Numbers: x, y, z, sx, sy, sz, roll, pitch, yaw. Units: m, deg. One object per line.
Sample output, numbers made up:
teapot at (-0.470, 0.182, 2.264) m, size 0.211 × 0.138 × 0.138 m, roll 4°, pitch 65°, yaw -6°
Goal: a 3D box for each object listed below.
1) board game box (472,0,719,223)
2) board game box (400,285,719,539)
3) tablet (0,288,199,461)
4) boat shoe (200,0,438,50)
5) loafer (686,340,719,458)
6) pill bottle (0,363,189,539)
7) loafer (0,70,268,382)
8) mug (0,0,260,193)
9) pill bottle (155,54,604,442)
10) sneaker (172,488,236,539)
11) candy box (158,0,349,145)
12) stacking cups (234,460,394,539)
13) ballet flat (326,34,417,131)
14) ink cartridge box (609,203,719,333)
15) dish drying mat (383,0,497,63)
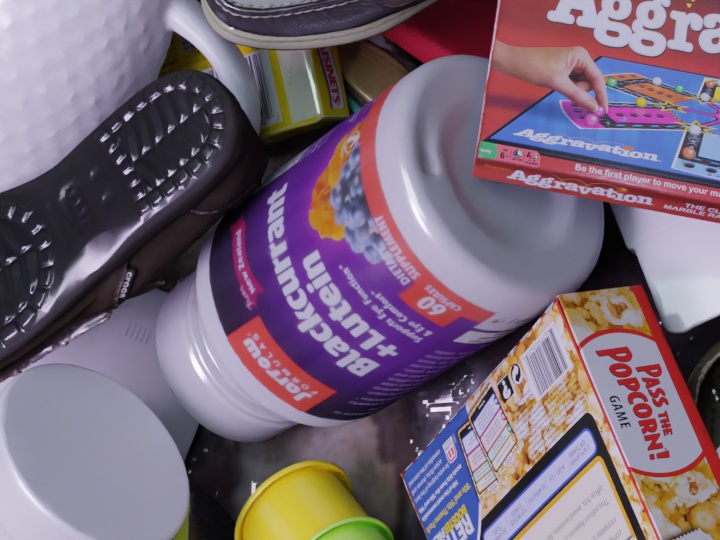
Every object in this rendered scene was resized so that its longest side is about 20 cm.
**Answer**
board game box at (0.149, -0.067, 1.086) m, size 0.199 × 0.019 × 0.103 m, roll 10°, pitch 62°, yaw -2°
board game box at (0.098, 0.131, 1.094) m, size 0.152 × 0.046 × 0.201 m, roll -52°, pitch 52°, yaw 49°
tablet at (-0.171, 0.046, 1.245) m, size 0.199 × 0.014 × 0.131 m, roll 23°, pitch 83°, yaw -4°
boat shoe at (0.026, -0.149, 1.136) m, size 0.199 × 0.065 × 0.073 m, roll -18°, pitch 66°, yaw -3°
loafer at (0.153, 0.119, 1.109) m, size 0.076 × 0.067 × 0.201 m, roll -8°, pitch 72°, yaw 21°
pill bottle at (-0.167, 0.135, 1.181) m, size 0.200 × 0.116 × 0.117 m, roll -46°, pitch 60°, yaw 33°
loafer at (-0.116, -0.003, 1.146) m, size 0.200 × 0.071 × 0.073 m, roll -32°, pitch 60°, yaw 19°
mug at (-0.136, -0.094, 1.194) m, size 0.200 × 0.148 × 0.176 m, roll 35°, pitch 118°, yaw -2°
pill bottle at (0.000, 0.000, 1.153) m, size 0.200 × 0.111 × 0.112 m, roll -34°, pitch 61°, yaw 45°
sneaker at (-0.101, 0.193, 1.200) m, size 0.081 × 0.074 × 0.201 m, roll 5°, pitch 76°, yaw 28°
candy box at (-0.093, -0.094, 1.253) m, size 0.199 × 0.026 × 0.103 m, roll -15°, pitch 81°, yaw 40°
stacking cups at (0.019, 0.164, 1.135) m, size 0.061 × 0.060 × 0.200 m, roll -46°, pitch 49°, yaw 6°
ballet flat at (-0.018, -0.107, 1.251) m, size 0.200 × 0.069 × 0.063 m, roll 38°, pitch 75°, yaw 26°
ink cartridge box at (0.154, -0.074, 1.162) m, size 0.115 × 0.067 × 0.201 m, roll -25°, pitch 67°, yaw 14°
dish drying mat at (0.000, -0.141, 1.251) m, size 0.200 × 0.077 × 0.018 m, roll 37°, pitch 126°, yaw 27°
